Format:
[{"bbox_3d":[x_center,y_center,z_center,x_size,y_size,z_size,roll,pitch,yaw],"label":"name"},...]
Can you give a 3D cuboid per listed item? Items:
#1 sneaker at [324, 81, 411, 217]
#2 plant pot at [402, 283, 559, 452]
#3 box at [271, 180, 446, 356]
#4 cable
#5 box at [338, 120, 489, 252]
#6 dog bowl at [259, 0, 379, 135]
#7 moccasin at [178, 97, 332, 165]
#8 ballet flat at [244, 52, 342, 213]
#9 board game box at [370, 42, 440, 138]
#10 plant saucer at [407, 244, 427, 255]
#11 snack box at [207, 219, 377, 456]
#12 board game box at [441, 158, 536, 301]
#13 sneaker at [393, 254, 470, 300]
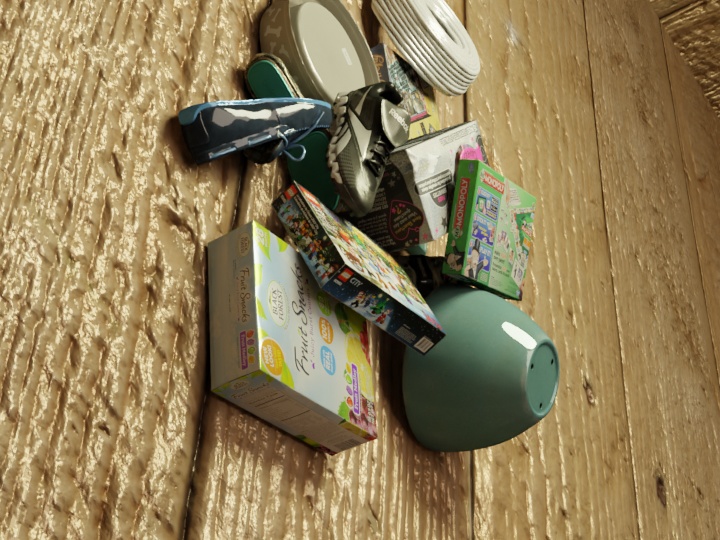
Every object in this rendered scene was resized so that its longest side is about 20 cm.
[{"bbox_3d":[0.013,-0.145,1.418,0.067,0.090,0.202,49,29,-36],"label":"sneaker"},{"bbox_3d":[0.157,0.121,1.512,0.199,0.133,0.204,-10,102,-56],"label":"plant pot"},{"bbox_3d":[0.000,0.000,1.368,0.199,0.038,0.137,35,17,-48],"label":"box"},{"bbox_3d":[0.097,-0.342,1.849,0.199,0.069,0.202,34,27,-43],"label":"cable"},{"bbox_3d":[0.066,-0.097,1.552,0.199,0.131,0.116,-30,104,-57],"label":"box"},{"bbox_3d":[-0.050,-0.254,1.568,0.200,0.058,0.202,42,37,-42],"label":"dog bowl"},{"bbox_3d":[-0.111,-0.144,1.358,0.198,0.080,0.069,-10,92,-40],"label":"moccasin"},{"bbox_3d":[-0.066,-0.159,1.467,0.202,0.067,0.075,62,16,-4],"label":"ballet flat"},{"bbox_3d":[0.067,-0.198,1.769,0.135,0.034,0.203,29,46,-51],"label":"board game box"},{"bbox_3d":[0.031,-0.094,1.643,0.200,0.019,0.071,46,34,-38],"label":"plant saucer"},{"bbox_3d":[-0.067,0.071,1.284,0.199,0.067,0.171,34,40,-46],"label":"snack box"},{"bbox_3d":[0.160,-0.045,1.554,0.199,0.029,0.137,21,76,-61],"label":"board game box"},{"bbox_3d":[0.068,0.008,1.563,0.199,0.088,0.075,4,68,-59],"label":"sneaker"}]
